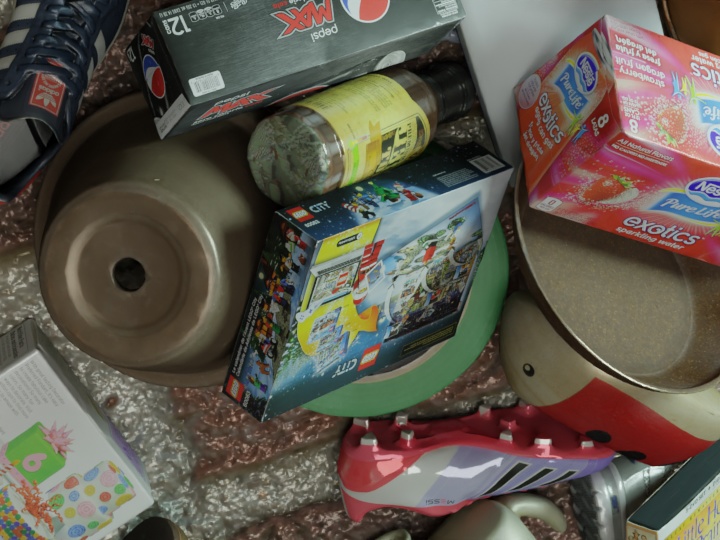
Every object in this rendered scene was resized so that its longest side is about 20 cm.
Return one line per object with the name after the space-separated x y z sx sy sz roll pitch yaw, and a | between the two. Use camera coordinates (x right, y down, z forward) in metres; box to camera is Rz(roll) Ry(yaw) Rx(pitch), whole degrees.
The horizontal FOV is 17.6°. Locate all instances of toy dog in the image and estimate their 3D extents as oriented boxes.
0.088 0.276 1.693 0.194 0.139 0.201 -42 118 -34 | toy dog

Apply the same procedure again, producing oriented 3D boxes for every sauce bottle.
0.008 -0.094 1.491 0.064 0.200 0.065 14 115 31 | sauce bottle

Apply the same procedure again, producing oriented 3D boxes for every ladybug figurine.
0.173 0.081 1.612 0.199 0.136 0.072 28 95 -27 | ladybug figurine

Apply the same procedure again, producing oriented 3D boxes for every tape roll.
0.000 0.000 1.595 0.199 0.048 0.202 -4 113 -10 | tape roll

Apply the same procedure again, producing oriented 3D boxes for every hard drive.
0.132 -0.160 1.537 0.131 0.025 0.201 -26 132 -5 | hard drive

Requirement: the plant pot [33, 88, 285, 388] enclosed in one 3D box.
-0.125 -0.009 1.464 0.199 0.175 0.202 2 101 8 | plant pot

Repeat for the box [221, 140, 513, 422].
0.006 0.004 1.473 0.199 0.038 0.137 -21 139 -47 | box

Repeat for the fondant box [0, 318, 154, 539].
-0.263 0.150 1.595 0.199 0.058 0.145 -33 114 3 | fondant box

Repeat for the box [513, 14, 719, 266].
0.209 -0.080 1.531 0.199 0.096 0.100 16 143 -32 | box

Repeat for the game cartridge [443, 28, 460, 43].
0.029 -0.228 1.518 0.199 0.041 0.134 22 102 -19 | game cartridge

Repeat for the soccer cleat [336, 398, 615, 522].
0.081 0.140 1.662 0.198 0.067 0.077 -1 118 -9 | soccer cleat

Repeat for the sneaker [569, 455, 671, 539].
0.212 0.224 1.715 0.081 0.075 0.201 -17 118 -12 | sneaker

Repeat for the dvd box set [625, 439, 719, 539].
0.240 0.233 1.692 0.146 0.029 0.201 -34 131 -45 | dvd box set

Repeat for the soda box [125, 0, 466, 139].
-0.039 -0.146 1.437 0.199 0.071 0.064 -20 82 -24 | soda box

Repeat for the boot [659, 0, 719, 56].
0.252 -0.190 1.513 0.076 0.155 0.201 -9 113 -9 | boot

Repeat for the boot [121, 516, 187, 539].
-0.152 0.263 1.667 0.075 0.074 0.201 6 116 -34 | boot

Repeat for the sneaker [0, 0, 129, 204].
-0.197 -0.129 1.482 0.075 0.085 0.201 21 106 -19 | sneaker

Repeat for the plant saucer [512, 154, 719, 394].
0.171 -0.003 1.547 0.200 0.201 0.037 31 137 -21 | plant saucer
